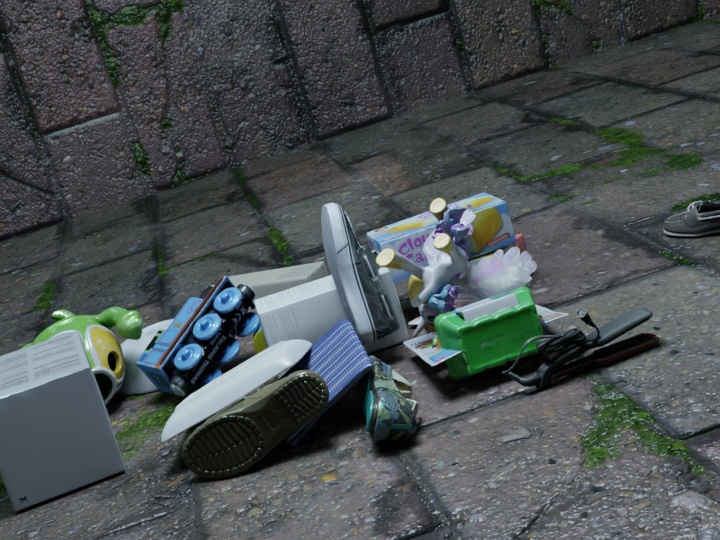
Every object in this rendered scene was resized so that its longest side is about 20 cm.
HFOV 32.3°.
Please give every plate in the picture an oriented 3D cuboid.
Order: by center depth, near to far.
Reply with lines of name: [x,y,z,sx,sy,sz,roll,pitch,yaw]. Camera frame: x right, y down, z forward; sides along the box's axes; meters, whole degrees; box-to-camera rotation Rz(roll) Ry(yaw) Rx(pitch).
plate: [-0.163,0.147,1.626,0.199,0.032,0.200,-31,1,6]

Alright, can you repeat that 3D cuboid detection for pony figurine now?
pony figurine: [0.121,-0.010,1.703,0.193,0.200,0.166,-45,58,-9]

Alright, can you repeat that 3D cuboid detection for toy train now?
toy train: [-0.235,0.097,1.836,0.114,0.087,0.200,9,55,39]

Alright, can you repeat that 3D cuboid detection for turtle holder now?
turtle holder: [-0.405,0.141,1.858,0.185,0.141,0.132,-23,36,-22]

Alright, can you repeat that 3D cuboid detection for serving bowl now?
serving bowl: [-0.309,0.123,1.960,0.199,0.066,0.200,-16,15,4]

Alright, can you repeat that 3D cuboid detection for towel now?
towel: [-0.050,0.141,1.604,0.145,0.024,0.200,-45,17,4]

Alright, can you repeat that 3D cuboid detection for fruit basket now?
fruit basket: [0.156,0.071,1.613,0.184,0.094,0.200,-18,12,-6]

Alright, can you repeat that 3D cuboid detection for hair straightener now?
hair straightener: [0.260,0.082,1.491,0.199,0.077,0.041,-19,17,-8]

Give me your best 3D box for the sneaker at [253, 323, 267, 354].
sneaker: [-0.073,0.072,1.883,0.199,0.074,0.082,-18,13,-10]

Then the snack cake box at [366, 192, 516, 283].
snack cake box: [0.119,-0.050,1.862,0.199,0.067,0.115,-19,14,-7]

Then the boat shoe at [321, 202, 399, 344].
boat shoe: [0.000,0.000,1.712,0.071,0.201,0.072,-16,-3,-13]

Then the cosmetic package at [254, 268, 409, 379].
cosmetic package: [-0.041,0.071,1.782,0.199,0.113,0.081,-17,16,-6]

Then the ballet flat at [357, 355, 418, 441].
ballet flat: [0.035,0.158,1.511,0.074,0.075,0.200,-16,17,1]

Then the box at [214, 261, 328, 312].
box: [-0.151,0.041,2.077,0.199,0.069,0.082,-9,17,27]

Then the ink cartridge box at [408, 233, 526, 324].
ink cartridge box: [0.157,0.013,1.854,0.116,0.068,0.200,-5,19,37]

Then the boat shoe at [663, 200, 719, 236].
boat shoe: [0.534,-0.087,1.833,0.199,0.057,0.067,0,22,46]

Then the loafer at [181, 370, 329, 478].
loafer: [-0.123,0.186,1.511,0.199,0.076,0.067,-28,2,6]

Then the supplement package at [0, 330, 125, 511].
supplement package: [-0.415,0.194,1.655,0.150,0.152,0.200,-19,16,-13]
